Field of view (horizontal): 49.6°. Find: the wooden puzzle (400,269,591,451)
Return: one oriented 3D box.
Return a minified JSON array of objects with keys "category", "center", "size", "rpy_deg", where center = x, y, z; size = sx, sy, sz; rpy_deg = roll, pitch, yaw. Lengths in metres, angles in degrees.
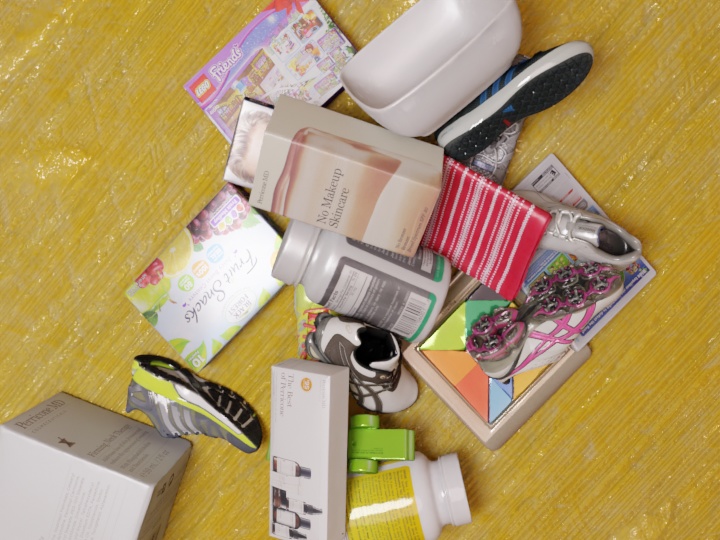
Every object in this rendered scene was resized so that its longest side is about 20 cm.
[{"category":"wooden puzzle","center":[0.167,0.101,0.993],"size":[0.200,0.037,0.185],"rpy_deg":[45,95,0]}]

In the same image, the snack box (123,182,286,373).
[{"category":"snack box","center":[-0.184,0.008,1.002],"size":[0.142,0.053,0.200],"rpy_deg":[45,96,-2]}]

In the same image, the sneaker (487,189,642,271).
[{"category":"sneaker","center":[0.242,-0.053,0.923],"size":[0.196,0.087,0.076],"rpy_deg":[14,88,0]}]

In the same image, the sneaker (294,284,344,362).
[{"category":"sneaker","center":[-0.046,0.092,0.980],"size":[0.076,0.090,0.205],"rpy_deg":[-7,92,6]}]

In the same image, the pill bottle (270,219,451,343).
[{"category":"pill bottle","center":[0.000,0.000,0.931],"size":[0.197,0.113,0.115],"rpy_deg":[23,95,-9]}]

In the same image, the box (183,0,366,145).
[{"category":"box","center":[-0.106,-0.245,0.985],"size":[0.199,0.039,0.137],"rpy_deg":[-40,92,6]}]

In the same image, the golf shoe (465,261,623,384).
[{"category":"golf shoe","center":[0.227,0.063,0.932],"size":[0.198,0.073,0.092],"rpy_deg":[-32,125,17]}]

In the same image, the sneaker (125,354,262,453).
[{"category":"sneaker","center":[-0.218,0.187,1.016],"size":[0.197,0.074,0.082],"rpy_deg":[29,105,7]}]

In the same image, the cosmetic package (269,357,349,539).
[{"category":"cosmetic package","center":[-0.060,0.209,0.893],"size":[0.081,0.050,0.205],"rpy_deg":[4,98,25]}]

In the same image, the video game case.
[{"category":"video game case","center":[0.253,-0.023,0.974],"size":[0.143,0.018,0.201],"rpy_deg":[-42,89,-5]}]

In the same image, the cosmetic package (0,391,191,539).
[{"category":"cosmetic package","center":[-0.346,0.281,0.975],"size":[0.196,0.167,0.170],"rpy_deg":[20,96,1]}]

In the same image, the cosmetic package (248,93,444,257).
[{"category":"cosmetic package","center":[-0.015,-0.104,0.866],"size":[0.196,0.088,0.105],"rpy_deg":[17,130,-4]}]

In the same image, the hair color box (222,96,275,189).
[{"category":"hair color box","center":[-0.061,-0.133,0.954],"size":[0.196,0.061,0.102],"rpy_deg":[16,103,-10]}]

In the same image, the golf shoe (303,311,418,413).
[{"category":"golf shoe","center":[0.022,0.120,0.936],"size":[0.093,0.199,0.079],"rpy_deg":[-5,59,43]}]

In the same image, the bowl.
[{"category":"bowl","center":[0.084,-0.235,0.880],"size":[0.199,0.201,0.075],"rpy_deg":[-40,120,5]}]

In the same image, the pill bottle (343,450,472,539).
[{"category":"pill bottle","center":[0.036,0.293,0.978],"size":[0.196,0.112,0.115],"rpy_deg":[-13,93,5]}]

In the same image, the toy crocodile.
[{"category":"toy crocodile","center":[-0.027,0.220,0.962],"size":[0.195,0.062,0.069],"rpy_deg":[-8,70,13]}]

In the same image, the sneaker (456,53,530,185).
[{"category":"sneaker","center":[0.159,-0.171,0.951],"size":[0.073,0.082,0.204],"rpy_deg":[16,95,2]}]

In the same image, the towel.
[{"category":"towel","center":[0.120,-0.058,0.931],"size":[0.198,0.023,0.146],"rpy_deg":[30,138,13]}]

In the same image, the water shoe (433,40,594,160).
[{"category":"water shoe","center":[0.162,-0.208,0.875],"size":[0.198,0.071,0.080],"rpy_deg":[-32,59,20]}]
